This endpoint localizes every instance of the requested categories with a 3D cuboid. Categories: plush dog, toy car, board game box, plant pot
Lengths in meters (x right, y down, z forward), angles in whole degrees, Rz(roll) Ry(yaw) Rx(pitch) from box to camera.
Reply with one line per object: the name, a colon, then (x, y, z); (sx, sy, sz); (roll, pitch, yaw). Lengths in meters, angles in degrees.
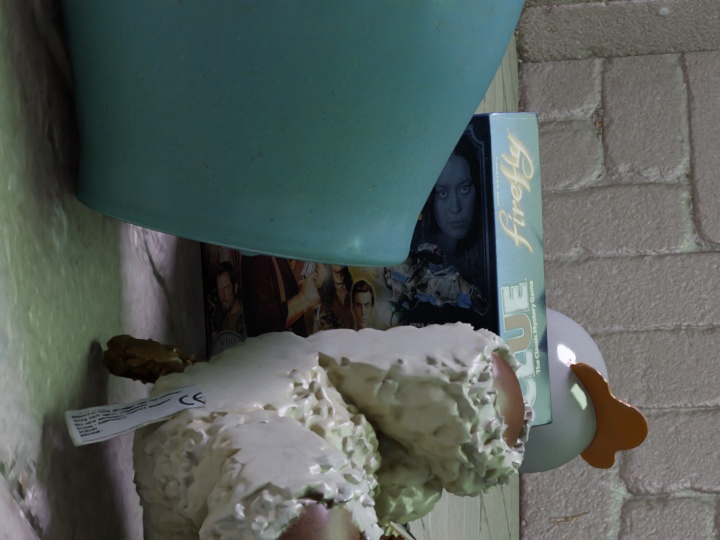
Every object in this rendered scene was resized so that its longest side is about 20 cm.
plush dog: (-0.033, 0.118, 0.693); (0.200, 0.159, 0.173); (-35, 129, -53)
toy car: (0.079, 0.074, 1.027); (0.184, 0.199, 0.178); (-44, 142, -32)
board game box: (0.000, 0.000, 0.811); (0.034, 0.199, 0.137); (-6, 93, -44)
plant pot: (-0.028, -0.105, 0.668); (0.200, 0.198, 0.190); (-26, 127, -80)

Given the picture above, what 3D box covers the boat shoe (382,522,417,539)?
boat shoe: (-0.003, 0.152, 0.992); (0.201, 0.071, 0.066); (56, 9, -38)
